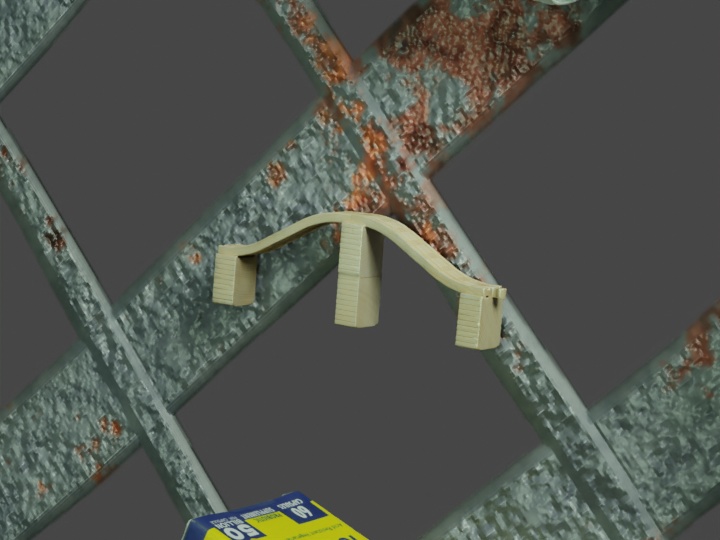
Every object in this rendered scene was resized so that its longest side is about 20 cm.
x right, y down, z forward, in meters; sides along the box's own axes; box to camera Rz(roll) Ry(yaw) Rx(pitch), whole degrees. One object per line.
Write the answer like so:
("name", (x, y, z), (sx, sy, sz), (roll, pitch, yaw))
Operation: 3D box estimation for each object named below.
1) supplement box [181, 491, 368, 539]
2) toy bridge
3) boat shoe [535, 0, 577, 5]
("supplement box", (-0.013, 0.231, 1.253), (0.200, 0.109, 0.110), (32, 111, 27))
("toy bridge", (0.000, 0.000, 1.274), (0.200, 0.027, 0.067), (9, 98, 33))
("boat shoe", (0.098, -0.180, 1.173), (0.199, 0.072, 0.069), (7, 119, 27))
